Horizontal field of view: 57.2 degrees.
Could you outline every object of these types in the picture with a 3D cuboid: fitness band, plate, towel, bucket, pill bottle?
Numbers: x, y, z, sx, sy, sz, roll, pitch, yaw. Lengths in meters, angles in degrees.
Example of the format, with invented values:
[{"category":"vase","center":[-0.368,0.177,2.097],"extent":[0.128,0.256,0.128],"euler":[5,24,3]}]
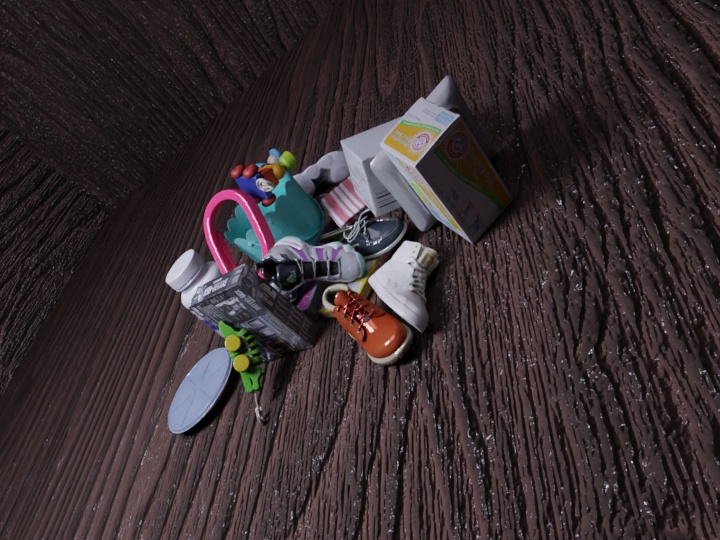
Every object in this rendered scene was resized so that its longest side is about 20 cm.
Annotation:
[{"category":"fitness band","center":[-0.241,-0.063,1.325],"extent":[0.142,0.203,0.037],"euler":[-34,-10,30]},{"category":"plate","center":[0.134,-0.186,1.121],"extent":[0.200,0.200,0.032],"euler":[-47,43,-1]},{"category":"towel","center":[0.013,-0.176,1.422],"extent":[0.199,0.030,0.147],"euler":[-39,33,0]},{"category":"bucket","center":[-0.181,-0.102,1.440],"extent":[0.205,0.135,0.210],"euler":[-34,31,24]},{"category":"pill bottle","center":[-0.324,0.052,1.456],"extent":[0.119,0.200,0.121],"euler":[-33,30,22]}]

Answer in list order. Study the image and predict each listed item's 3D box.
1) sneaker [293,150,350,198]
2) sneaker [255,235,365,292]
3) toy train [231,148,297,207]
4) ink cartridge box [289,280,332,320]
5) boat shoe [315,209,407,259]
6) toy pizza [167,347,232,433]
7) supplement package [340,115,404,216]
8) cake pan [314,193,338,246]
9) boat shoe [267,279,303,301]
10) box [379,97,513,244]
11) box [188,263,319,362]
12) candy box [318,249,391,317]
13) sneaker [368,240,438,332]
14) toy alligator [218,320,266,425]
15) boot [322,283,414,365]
[{"category":"sneaker","center":[-0.098,-0.221,1.617],"extent":[0.197,0.077,0.114],"euler":[-30,-2,-13]},{"category":"sneaker","center":[-0.099,0.003,1.187],"extent":[0.196,0.080,0.140],"euler":[7,28,28]},{"category":"toy train","center":[-0.171,-0.194,1.324],"extent":[0.115,0.086,0.199],"euler":[-42,25,-20]},{"category":"ink cartridge box","center":[-0.142,0.064,1.358],"extent":[0.198,0.042,0.121],"euler":[-23,36,42]},{"category":"boat shoe","center":[-0.002,-0.064,1.238],"extent":[0.197,0.062,0.076],"euler":[-14,38,41]},{"category":"toy pizza","center":[-0.330,0.254,1.387],"extent":[0.199,0.032,0.202],"euler":[-36,30,24]},{"category":"supplement package","center":[0.083,-0.209,1.232],"extent":[0.196,0.113,0.156],"euler":[-22,28,-7]},{"category":"cake pan","center":[-0.118,-0.089,1.520],"extent":[0.198,0.037,0.202],"euler":[-35,30,23]},{"category":"boat shoe","center":[-0.173,0.056,1.315],"extent":[0.200,0.065,0.075],"euler":[-34,12,12]},{"category":"box","center":[0.138,-0.155,1.043],"extent":[0.102,0.200,0.112],"euler":[-46,39,-1]},{"category":"box","center":[-0.198,0.086,1.231],"extent":[0.156,0.200,0.051],"euler":[-22,37,39]},{"category":"candy box","center":[0.000,0.000,1.246],"extent":[0.101,0.026,0.203],"euler":[-8,47,52]},{"category":"sneaker","center":[0.084,0.013,1.059],"extent":[0.116,0.073,0.200],"euler":[-48,26,4]},{"category":"toy alligator","center":[-0.196,0.173,1.193],"extent":[0.053,0.203,0.059],"euler":[-25,-15,-6]},{"category":"boot","center":[0.005,0.081,1.051],"extent":[0.075,0.107,0.199],"euler":[-49,29,-10]}]
